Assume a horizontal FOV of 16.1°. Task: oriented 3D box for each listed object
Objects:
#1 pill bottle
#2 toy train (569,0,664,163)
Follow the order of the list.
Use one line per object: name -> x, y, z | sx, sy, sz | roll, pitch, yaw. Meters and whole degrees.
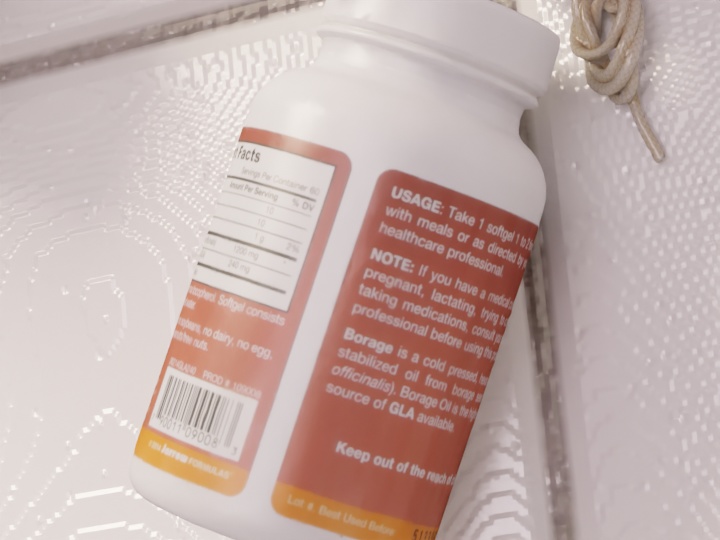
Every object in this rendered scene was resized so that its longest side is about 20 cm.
pill bottle -> 0.000, 0.000, 0.899 | 0.112, 0.112, 0.201 | 18, 89, 27
toy train -> 0.063, -0.143, 0.892 | 0.084, 0.116, 0.201 | -22, 72, 21
